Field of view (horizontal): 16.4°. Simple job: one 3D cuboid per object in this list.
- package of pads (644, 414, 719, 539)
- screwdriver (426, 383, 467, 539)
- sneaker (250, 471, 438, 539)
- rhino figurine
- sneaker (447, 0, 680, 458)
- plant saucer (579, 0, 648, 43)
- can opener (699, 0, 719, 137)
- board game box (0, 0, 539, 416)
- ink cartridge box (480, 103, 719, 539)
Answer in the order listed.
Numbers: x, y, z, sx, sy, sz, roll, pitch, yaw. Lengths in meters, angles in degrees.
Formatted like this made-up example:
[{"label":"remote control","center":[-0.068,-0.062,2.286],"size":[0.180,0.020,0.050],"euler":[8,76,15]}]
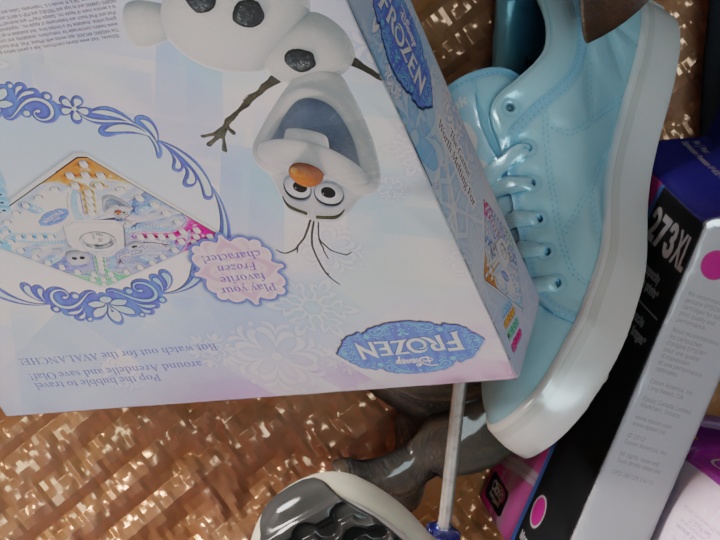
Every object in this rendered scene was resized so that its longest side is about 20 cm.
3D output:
[{"label":"package of pads","center":[0.161,0.111,0.917],"size":[0.120,0.200,0.076],"euler":[12,99,-16]},{"label":"screwdriver","center":[0.029,0.083,0.908],"size":[0.029,0.028,0.200],"euler":[-41,148,-35]},{"label":"sneaker","center":[0.016,0.127,0.869],"size":[0.070,0.093,0.200],"euler":[-31,125,9]},{"label":"rhino figurine","center":[0.000,0.000,0.919],"size":[0.087,0.060,0.200],"euler":[-28,109,-9]},{"label":"sneaker","center":[0.057,-0.028,0.905],"size":[0.082,0.074,0.200],"euler":[25,53,-16]},{"label":"plant saucer","center":[0.092,-0.178,0.853],"size":[0.032,0.200,0.201],"euler":[2,98,7]},{"label":"can opener","center":[0.159,-0.120,0.955],"size":[0.078,0.063,0.201],"euler":[2,97,-19]},{"label":"board game box","center":[-0.067,-0.039,0.803],"size":[0.199,0.043,0.199],"euler":[-5,132,24]},{"label":"ink cartridge box","center":[0.105,0.021,0.919],"size":[0.037,0.095,0.200],"euler":[19,104,-17]}]
